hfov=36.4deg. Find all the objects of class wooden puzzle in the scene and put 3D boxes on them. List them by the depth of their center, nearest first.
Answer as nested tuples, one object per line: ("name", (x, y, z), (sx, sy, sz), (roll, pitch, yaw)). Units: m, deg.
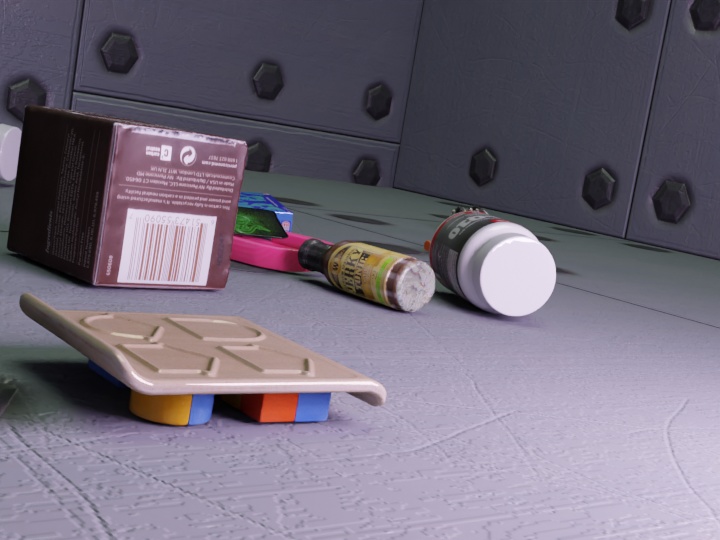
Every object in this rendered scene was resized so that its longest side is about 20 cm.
("wooden puzzle", (-0.111, 0.065, 0.741), (0.200, 0.046, 0.185), (10, 6, -37))

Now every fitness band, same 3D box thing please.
("fitness band", (-0.121, -0.030, 1.486), (0.200, 0.037, 0.144), (13, 8, 37))

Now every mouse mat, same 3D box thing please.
("mouse mat", (-0.191, -0.074, 1.545), (0.161, 0.008, 0.200), (6, 14, -13))

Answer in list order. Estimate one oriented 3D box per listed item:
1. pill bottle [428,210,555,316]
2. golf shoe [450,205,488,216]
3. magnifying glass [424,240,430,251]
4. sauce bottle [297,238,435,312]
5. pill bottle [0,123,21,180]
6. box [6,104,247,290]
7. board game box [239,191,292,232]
("pill bottle", (0.165, -0.010, 1.377), (0.114, 0.114, 0.200), (8, 7, -14))
("golf shoe", (0.259, -0.096, 2.353), (0.088, 0.077, 0.200), (15, 6, -17))
("magnifying glass", (0.208, -0.034, 2.002), (0.200, 0.022, 0.080), (5, 8, -25))
("sauce bottle", (0.000, 0.000, 1.304), (0.065, 0.065, 0.200), (3, 8, -42))
("pill bottle", (-0.697, -0.218, 1.901), (0.200, 0.114, 0.113), (10, 7, 6))
("box", (-0.253, -0.079, 1.176), (0.166, 0.164, 0.200), (2, 10, -44))
("board game box", (-0.222, -0.092, 1.712), (0.200, 0.045, 0.152), (2, 14, -21))
